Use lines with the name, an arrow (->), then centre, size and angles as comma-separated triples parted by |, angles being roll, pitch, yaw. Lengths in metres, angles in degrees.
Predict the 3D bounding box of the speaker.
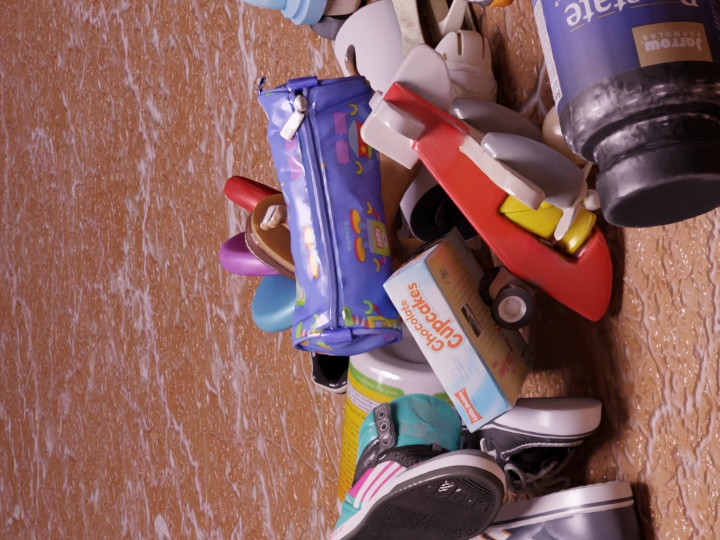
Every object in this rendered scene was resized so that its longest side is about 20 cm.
speaker -> 0.045, -0.115, 1.801 | 0.081, 0.081, 0.200 | 108, 150, -44

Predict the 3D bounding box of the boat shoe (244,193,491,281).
boat shoe -> 0.000, 0.000, 1.776 | 0.070, 0.200, 0.071 | 138, 147, -57

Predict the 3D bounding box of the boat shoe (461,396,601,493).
boat shoe -> 0.118, 0.125, 1.663 | 0.199, 0.073, 0.068 | 168, 100, -70

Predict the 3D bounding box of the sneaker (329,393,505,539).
sneaker -> 0.049, 0.137, 1.649 | 0.200, 0.084, 0.121 | -39, 30, 52

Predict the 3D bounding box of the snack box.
snack box -> 0.072, 0.037, 1.631 | 0.116, 0.037, 0.200 | 59, -169, -2

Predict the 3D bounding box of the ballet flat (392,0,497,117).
ballet flat -> 0.064, -0.173, 1.758 | 0.062, 0.067, 0.200 | -59, 36, 39

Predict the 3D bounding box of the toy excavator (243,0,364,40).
toy excavator -> -0.102, -0.289, 1.984 | 0.100, 0.200, 0.195 | 108, 149, -44

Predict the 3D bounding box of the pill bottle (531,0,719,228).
pill bottle -> 0.169, -0.134, 1.434 | 0.112, 0.112, 0.200 | 130, 132, -61

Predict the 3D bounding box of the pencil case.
pencil case -> -0.021, -0.041, 1.612 | 0.087, 0.078, 0.201 | 10, -109, -72

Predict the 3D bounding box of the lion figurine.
lion figurine -> 0.003, -0.053, 1.701 | 0.200, 0.122, 0.072 | -67, 10, -10

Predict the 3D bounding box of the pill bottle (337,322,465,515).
pill bottle -> 0.039, 0.149, 1.819 | 0.111, 0.111, 0.200 | -133, 44, -59

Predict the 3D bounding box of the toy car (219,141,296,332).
toy car -> -0.044, -0.031, 1.951 | 0.175, 0.150, 0.201 | -148, 57, -64

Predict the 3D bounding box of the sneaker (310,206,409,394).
sneaker -> -0.006, 0.003, 1.839 | 0.080, 0.074, 0.201 | -26, -64, -65

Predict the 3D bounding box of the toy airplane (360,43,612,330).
toy airplane -> 0.098, -0.076, 1.577 | 0.200, 0.141, 0.199 | 57, -175, 33

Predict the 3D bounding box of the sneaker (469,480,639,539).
sneaker -> 0.123, 0.197, 1.639 | 0.200, 0.078, 0.080 | -21, 78, 61

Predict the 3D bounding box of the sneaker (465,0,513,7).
sneaker -> 0.084, -0.289, 1.685 | 0.092, 0.076, 0.200 | 137, 125, -58
